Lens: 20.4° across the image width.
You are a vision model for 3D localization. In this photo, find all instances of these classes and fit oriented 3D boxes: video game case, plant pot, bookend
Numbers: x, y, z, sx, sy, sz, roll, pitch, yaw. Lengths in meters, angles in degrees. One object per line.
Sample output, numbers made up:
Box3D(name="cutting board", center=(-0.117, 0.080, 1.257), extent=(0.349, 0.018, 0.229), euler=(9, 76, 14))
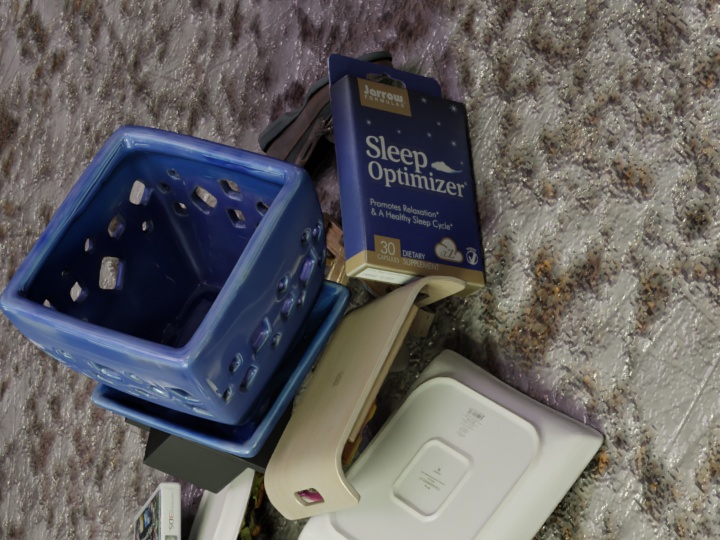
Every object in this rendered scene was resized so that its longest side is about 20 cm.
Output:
Box3D(name="video game case", center=(-0.191, 0.305, 1.876), extent=(0.200, 0.023, 0.182), euler=(129, 142, -70))
Box3D(name="plant pot", center=(-0.134, 0.025, 1.604), extent=(0.200, 0.180, 0.200), euler=(14, 60, 32))
Box3D(name="bookend", center=(-0.139, 0.119, 1.784), extent=(0.199, 0.092, 0.200), euler=(-44, 29, 47))

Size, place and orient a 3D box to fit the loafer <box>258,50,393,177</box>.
Box3D(name="loafer", center=(-0.021, -0.131, 1.781), extent=(0.200, 0.072, 0.063), euler=(-34, 74, 55))

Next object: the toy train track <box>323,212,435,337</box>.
Box3D(name="toy train track", center=(0.000, 0.000, 1.732), extent=(0.200, 0.032, 0.115), euler=(43, 117, 50))

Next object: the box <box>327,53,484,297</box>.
Box3D(name="box", center=(0.036, -0.083, 1.624), extent=(0.032, 0.121, 0.201), euler=(-33, 55, 47))

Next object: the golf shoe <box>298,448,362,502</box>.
Box3D(name="golf shoe", center=(0.024, 0.196, 1.625), extent=(0.200, 0.092, 0.075), euler=(23, 64, 37))

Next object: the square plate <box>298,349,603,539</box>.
Box3D(name="square plate", center=(0.059, 0.164, 1.522), extent=(0.198, 0.028, 0.200), euler=(-52, 40, -8))

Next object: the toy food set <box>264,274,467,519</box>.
Box3D(name="toy food set", center=(0.007, 0.100, 1.576), extent=(0.200, 0.060, 0.143), euler=(-64, 17, -21))

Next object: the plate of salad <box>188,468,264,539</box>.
Box3D(name="plate of salad", center=(-0.118, 0.233, 1.809), extent=(0.200, 0.048, 0.201), euler=(-160, 90, -80))
